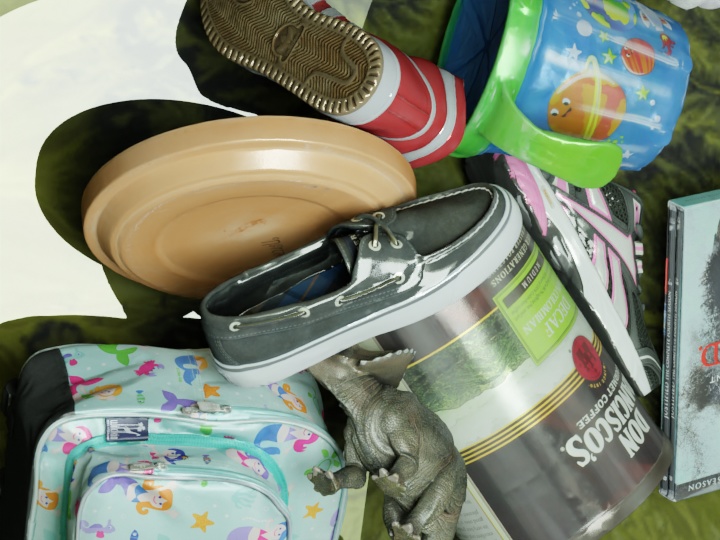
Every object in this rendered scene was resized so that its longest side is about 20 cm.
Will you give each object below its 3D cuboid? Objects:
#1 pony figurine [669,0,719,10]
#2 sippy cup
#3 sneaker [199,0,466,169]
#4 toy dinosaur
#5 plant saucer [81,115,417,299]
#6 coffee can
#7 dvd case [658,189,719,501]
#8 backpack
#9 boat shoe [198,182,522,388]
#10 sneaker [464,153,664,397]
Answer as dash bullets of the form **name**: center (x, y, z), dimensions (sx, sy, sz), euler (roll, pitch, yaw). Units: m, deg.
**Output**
- **pony figurine**: center (0.315, -0.182, 1.720), dimensions (0.166, 0.193, 0.200), euler (37, 61, -33)
- **sippy cup**: center (0.126, -0.122, 1.663), dimensions (0.130, 0.140, 0.178), euler (15, 71, -15)
- **sneaker**: center (-0.013, -0.125, 1.640), dimensions (0.112, 0.200, 0.071), euler (29, 100, -42)
- **toy dinosaur**: center (0.030, 0.117, 1.592), dimensions (0.200, 0.077, 0.102), euler (54, 44, -20)
- **plant saucer**: center (-0.065, -0.030, 1.614), dimensions (0.200, 0.200, 0.032), euler (2, 64, -16)
- **coffee can**: center (0.079, 0.069, 1.684), dimensions (0.146, 0.146, 0.200), euler (-37, 103, -10)
- **dvd case**: center (0.256, 0.039, 1.755), dimensions (0.146, 0.022, 0.201), euler (-11, 113, -30)
- **backpack**: center (-0.106, 0.135, 1.632), dimensions (0.199, 0.151, 0.178), euler (-4, 126, -21)
- **boat shoe**: center (0.000, 0.000, 1.566), dimensions (0.200, 0.069, 0.057), euler (-29, 134, -4)
- **sneaker**: center (0.153, -0.012, 1.737), dimensions (0.086, 0.080, 0.200), euler (-34, 109, -21)
